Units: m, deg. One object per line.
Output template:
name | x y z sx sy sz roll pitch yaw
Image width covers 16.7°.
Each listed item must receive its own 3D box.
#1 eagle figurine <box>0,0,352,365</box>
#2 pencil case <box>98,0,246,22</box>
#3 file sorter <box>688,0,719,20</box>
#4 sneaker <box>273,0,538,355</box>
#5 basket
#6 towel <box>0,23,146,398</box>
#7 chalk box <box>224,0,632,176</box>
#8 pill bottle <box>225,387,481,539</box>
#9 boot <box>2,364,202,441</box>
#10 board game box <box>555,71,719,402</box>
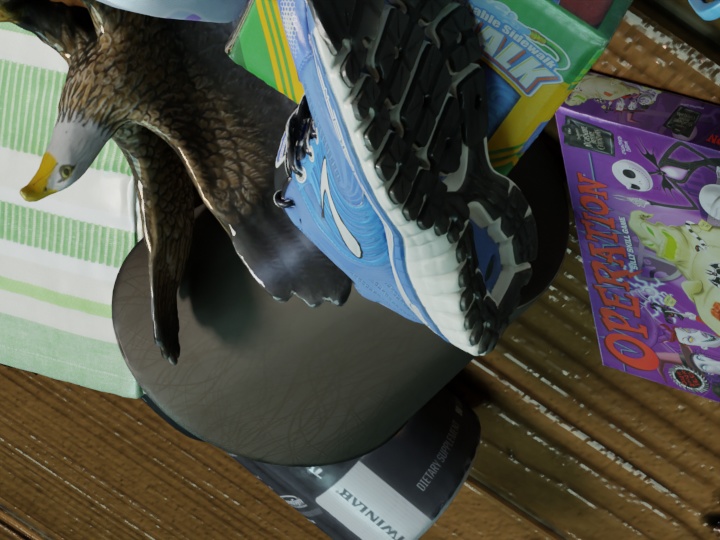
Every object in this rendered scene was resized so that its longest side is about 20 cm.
eagle figurine | -0.091 -0.069 1.089 0.200 0.151 0.152 46 -175 -18
pencil case | -0.050 -0.188 0.876 0.091 0.083 0.201 47 124 39
file sorter | 0.073 -0.192 0.737 0.200 0.139 0.123 38 -164 -14
sneaker | -0.001 -0.043 0.900 0.089 0.079 0.201 14 147 26
basket | 0.000 0.000 1.174 0.179 0.137 0.200 12 154 -24
towel | -0.165 -0.041 1.282 0.152 0.023 0.202 14 114 30
chalk box | 0.049 -0.135 0.916 0.123 0.125 0.200 33 153 -3
pill bottle | -0.038 0.061 1.336 0.200 0.107 0.106 40 151 -16
boot | -0.169 0.032 1.458 0.198 0.073 0.162 47 147 -13
board game box | 0.157 -0.005 1.123 0.119 0.032 0.201 21 151 27
